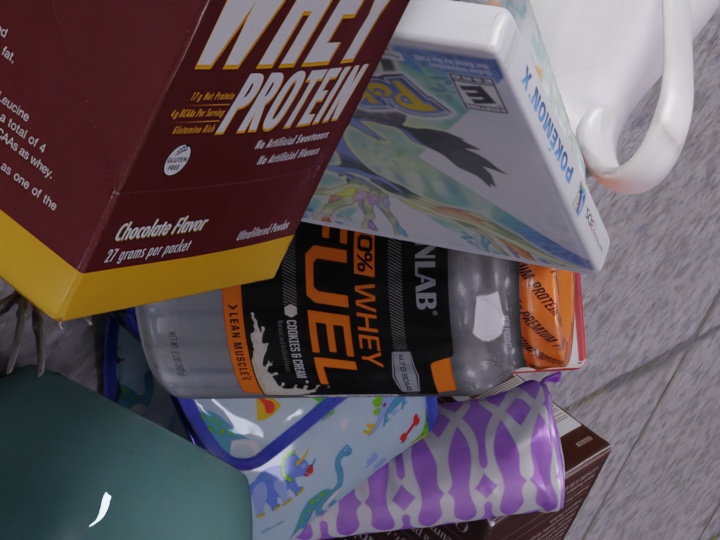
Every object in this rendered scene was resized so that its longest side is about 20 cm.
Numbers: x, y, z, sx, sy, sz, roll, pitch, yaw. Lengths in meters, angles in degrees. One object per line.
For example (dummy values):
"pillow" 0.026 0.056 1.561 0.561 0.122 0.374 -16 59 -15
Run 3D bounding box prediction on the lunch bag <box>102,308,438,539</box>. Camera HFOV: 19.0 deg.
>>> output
"lunch bag" -0.052 0.047 1.198 0.170 0.127 0.201 -37 138 -29

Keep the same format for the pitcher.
"pitcher" 0.133 -0.138 1.076 0.121 0.171 0.201 22 90 -30

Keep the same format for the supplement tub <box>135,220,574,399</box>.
"supplement tub" 0.000 0.000 1.034 0.123 0.199 0.123 -2 90 -79

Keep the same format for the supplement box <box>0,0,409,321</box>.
"supplement box" -0.093 -0.125 0.742 0.133 0.197 0.201 -12 133 -59

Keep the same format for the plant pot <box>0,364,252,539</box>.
"plant pot" -0.145 0.144 1.058 0.162 0.200 0.201 -63 159 -8

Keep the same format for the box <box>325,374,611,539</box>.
"box" 0.036 0.170 1.484 0.164 0.166 0.201 -23 143 -52

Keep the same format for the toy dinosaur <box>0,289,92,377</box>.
"toy dinosaur" -0.174 -0.027 0.937 0.105 0.201 0.181 -24 147 30

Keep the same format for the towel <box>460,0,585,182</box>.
"towel" 0.044 -0.135 0.963 0.048 0.200 0.172 -24 128 4

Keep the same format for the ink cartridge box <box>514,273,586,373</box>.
"ink cartridge box" 0.081 -0.012 1.254 0.200 0.083 0.145 42 44 -86

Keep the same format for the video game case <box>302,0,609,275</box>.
"video game case" -0.011 -0.062 0.879 0.022 0.199 0.182 -70 154 -21

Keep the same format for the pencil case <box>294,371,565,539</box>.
"pencil case" 0.029 0.116 1.321 0.199 0.086 0.084 -6 163 -1
